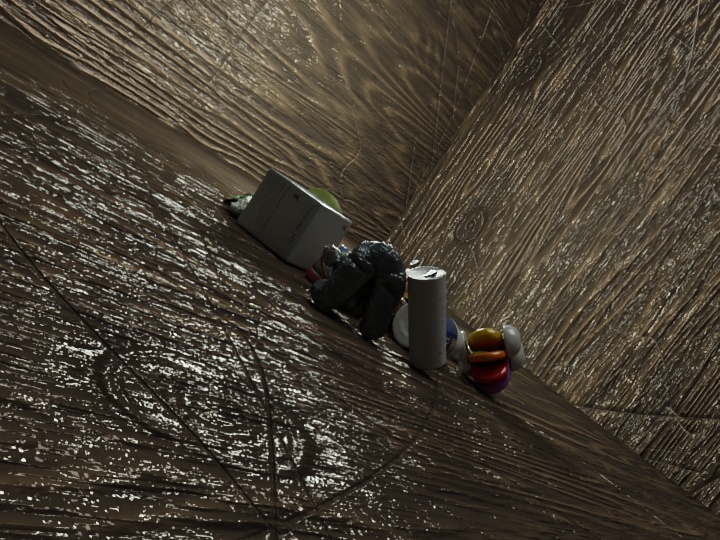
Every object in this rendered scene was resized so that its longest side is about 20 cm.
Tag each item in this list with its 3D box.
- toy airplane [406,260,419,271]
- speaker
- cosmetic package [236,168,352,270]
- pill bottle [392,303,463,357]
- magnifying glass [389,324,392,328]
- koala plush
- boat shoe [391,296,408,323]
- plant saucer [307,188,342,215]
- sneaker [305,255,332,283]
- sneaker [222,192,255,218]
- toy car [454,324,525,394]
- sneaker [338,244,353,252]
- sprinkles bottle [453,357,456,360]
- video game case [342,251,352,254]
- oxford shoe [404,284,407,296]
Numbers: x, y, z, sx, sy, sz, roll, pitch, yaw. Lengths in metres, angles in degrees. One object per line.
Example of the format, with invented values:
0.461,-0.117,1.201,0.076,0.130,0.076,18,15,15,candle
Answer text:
0.092,0.042,1.953,0.199,0.141,0.200,36,-38,21,toy airplane
0.137,0.096,1.303,0.080,0.202,0.081,-3,20,1,speaker
-0.165,-0.122,1.614,0.199,0.168,0.166,36,5,29,cosmetic package
0.171,0.152,1.538,0.111,0.111,0.200,38,6,38,pill bottle
0.067,0.127,1.625,0.199,0.022,0.080,30,7,-39,magnifying glass
-0.003,0.016,1.338,0.177,0.185,0.200,33,1,-16,koala plush
0.085,0.088,1.555,0.199,0.068,0.072,4,44,-43,boat shoe
-0.134,-0.124,1.730,0.200,0.201,0.031,37,22,30,plant saucer
-0.042,0.029,1.475,0.200,0.082,0.078,39,5,30,sneaker
-0.328,-0.182,1.725,0.088,0.077,0.200,23,6,-20,sneaker
0.333,0.238,1.637,0.200,0.173,0.151,59,25,-52,toy car
-0.018,-0.012,1.969,0.077,0.085,0.200,34,-3,41,sneaker
0.256,0.206,1.854,0.199,0.069,0.068,36,5,7,sprinkles bottle
0.000,0.000,1.798,0.181,0.022,0.199,29,-17,-29,video game case
0.082,0.013,1.682,0.199,0.073,0.071,26,4,-25,oxford shoe
